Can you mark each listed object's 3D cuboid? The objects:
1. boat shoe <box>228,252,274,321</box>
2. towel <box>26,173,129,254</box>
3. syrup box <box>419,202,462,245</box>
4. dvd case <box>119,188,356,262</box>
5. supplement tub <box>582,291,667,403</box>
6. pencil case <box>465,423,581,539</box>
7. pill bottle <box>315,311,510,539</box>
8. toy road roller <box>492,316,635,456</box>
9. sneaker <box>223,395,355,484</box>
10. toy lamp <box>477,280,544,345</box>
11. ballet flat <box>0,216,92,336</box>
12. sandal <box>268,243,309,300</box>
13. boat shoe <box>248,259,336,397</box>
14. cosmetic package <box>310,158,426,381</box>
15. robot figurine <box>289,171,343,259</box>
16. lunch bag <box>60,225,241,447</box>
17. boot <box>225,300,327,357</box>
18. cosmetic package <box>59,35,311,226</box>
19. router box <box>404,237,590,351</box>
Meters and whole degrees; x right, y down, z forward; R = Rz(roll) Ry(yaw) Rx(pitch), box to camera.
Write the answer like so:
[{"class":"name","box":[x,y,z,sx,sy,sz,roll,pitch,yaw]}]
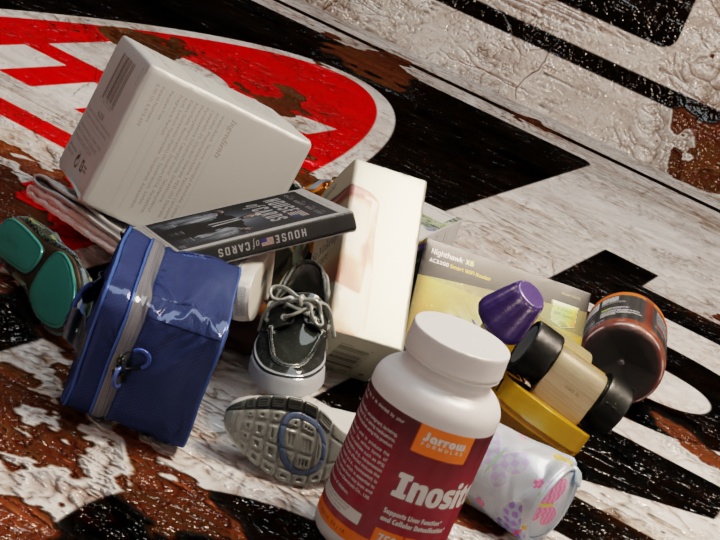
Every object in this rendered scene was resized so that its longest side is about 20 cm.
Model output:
[{"class":"boat shoe","box":[-0.125,0.005,1.709,0.068,0.072,0.200,8,20,3]},{"class":"towel","box":[-0.236,-0.035,1.862,0.200,0.032,0.191,33,7,30]},{"class":"syrup box","box":[0.056,-0.034,2.201,0.079,0.082,0.200,25,17,14]},{"class":"dvd case","box":[-0.122,-0.039,1.702,0.200,0.025,0.150,-15,16,-18]},{"class":"supplement tub","box":[0.323,0.088,2.123,0.107,0.107,0.200,24,17,5]},{"class":"pencil case","box":[0.108,0.170,1.621,0.200,0.091,0.083,33,-24,28]},{"class":"pill bottle","box":[0.047,0.141,1.434,0.113,0.200,0.113,20,17,-6]},{"class":"toy road roller","box":[0.171,0.131,1.729,0.123,0.146,0.200,36,3,-8]},{"class":"sneaker","box":[-0.036,0.153,1.552,0.200,0.075,0.087,18,1,-26]},{"class":"toy lamp","box":[0.100,0.079,1.692,0.058,0.200,0.058,33,34,-25]},{"class":"ballet flat","box":[-0.288,0.008,1.664,0.074,0.074,0.200,10,24,-36]},{"class":"sandal","box":[-0.097,-0.007,1.899,0.054,0.080,0.200,34,11,-12]},{"class":"boat shoe","box":[-0.057,0.049,1.614,0.073,0.068,0.199,11,25,5]},{"class":"cosmetic package","box":[0.000,0.000,1.800,0.087,0.103,0.200,18,61,-16]},{"class":"robot figurine","box":[-0.037,-0.042,1.977,0.145,0.058,0.200,56,-24,-2]},{"class":"lunch bag","box":[-0.190,0.056,1.509,0.132,0.136,0.200,20,18,-6]},{"class":"boot","box":[-0.143,0.053,1.698,0.200,0.069,0.188,14,19,-25]},{"class":"cosmetic package","box":[-0.192,-0.126,1.872,0.200,0.167,0.167,25,8,-23]},{"class":"router box","box":[0.135,0.072,1.846,0.200,0.157,0.052,18,-19,-14]}]
